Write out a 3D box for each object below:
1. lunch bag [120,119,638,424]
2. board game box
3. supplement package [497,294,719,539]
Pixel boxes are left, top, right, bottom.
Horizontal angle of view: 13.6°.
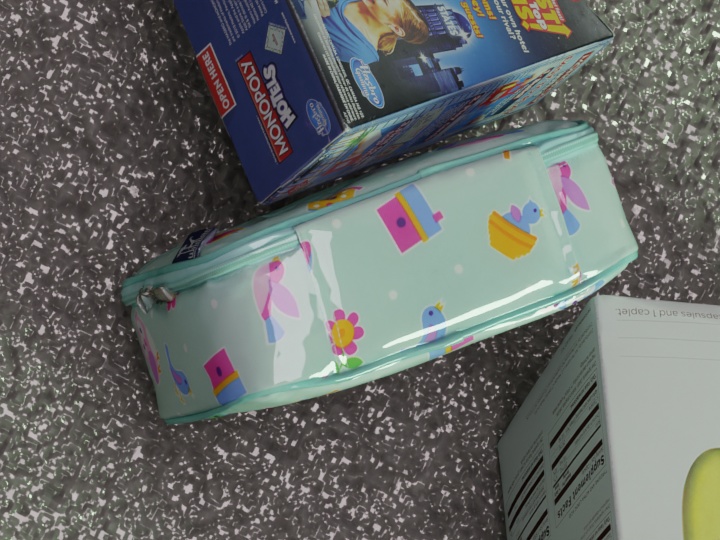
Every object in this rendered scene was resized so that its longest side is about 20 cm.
[{"bbox_3d":[0.000,0.000,1.252,0.199,0.160,0.078,-19,94,-21],"label":"lunch bag"},{"bbox_3d":[0.008,-0.129,1.286,0.199,0.062,0.201,-2,62,-47],"label":"board game box"},{"bbox_3d":[0.172,0.137,1.253,0.190,0.147,0.201,4,60,-13],"label":"supplement package"}]
